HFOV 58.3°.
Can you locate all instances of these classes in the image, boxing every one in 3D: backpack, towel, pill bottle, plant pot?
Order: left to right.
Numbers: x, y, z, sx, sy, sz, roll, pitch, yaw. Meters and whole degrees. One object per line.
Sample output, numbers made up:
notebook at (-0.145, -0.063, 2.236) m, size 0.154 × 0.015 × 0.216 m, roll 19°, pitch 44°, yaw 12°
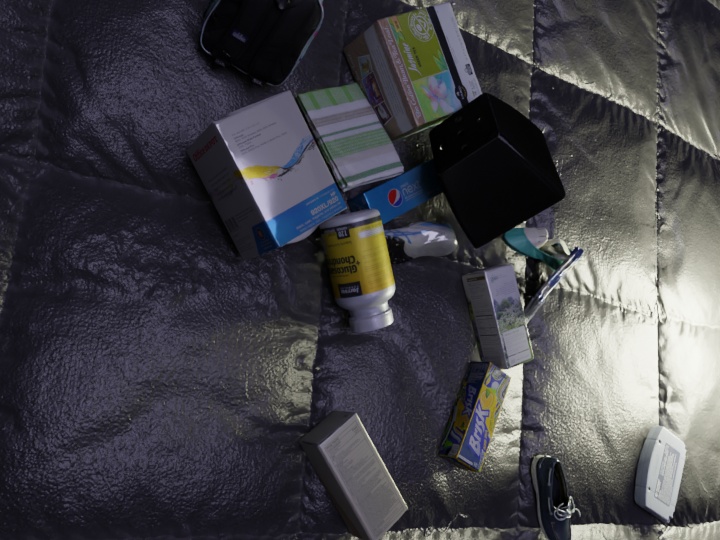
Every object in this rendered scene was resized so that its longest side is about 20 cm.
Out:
backpack at (-0.152, -0.431, 1.060) m, size 0.175 × 0.200 × 0.153 m, roll 22°, pitch 52°, yaw -26°
towel at (-0.019, -0.248, 1.191) m, size 0.147 × 0.031 × 0.203 m, roll -19°, pitch 75°, yaw -33°
pill bottle at (0.000, 0.000, 1.141) m, size 0.111 × 0.111 × 0.204 m, roll -17°, pitch 98°, yaw -32°
plant pot at (0.237, -0.204, 1.211) m, size 0.177 × 0.198 × 0.202 m, roll 38°, pitch 34°, yaw -37°
towel at (0.397, 0.046, 1.375) m, size 0.024 × 0.148 × 0.199 m, roll 38°, pitch 55°, yaw 15°

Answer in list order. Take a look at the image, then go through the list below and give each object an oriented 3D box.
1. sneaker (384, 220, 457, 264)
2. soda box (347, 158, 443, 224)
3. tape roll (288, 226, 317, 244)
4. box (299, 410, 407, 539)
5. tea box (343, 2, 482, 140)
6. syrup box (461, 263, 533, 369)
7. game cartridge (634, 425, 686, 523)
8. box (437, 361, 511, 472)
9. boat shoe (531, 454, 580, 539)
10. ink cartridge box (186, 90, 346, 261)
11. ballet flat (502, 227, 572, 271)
sneaker at (0.094, -0.060, 1.248) m, size 0.196 × 0.073 × 0.073 m, roll -4°, pitch 46°, yaw -25°
soda box at (0.075, -0.147, 1.241) m, size 0.198 × 0.064 × 0.069 m, roll -30°, pitch 99°, yaw -32°
tape roll at (-0.147, -0.144, 1.117) m, size 0.200 × 0.037 × 0.207 m, roll 5°, pitch 80°, yaw -32°
box at (-0.012, 0.351, 1.109) m, size 0.094 × 0.077 × 0.203 m, roll -32°, pitch 101°, yaw -31°
tea box at (0.104, -0.378, 1.250) m, size 0.195 × 0.133 × 0.203 m, roll -27°, pitch 98°, yaw -31°
syrup box at (0.281, 0.095, 1.327) m, size 0.078 × 0.081 × 0.204 m, roll -14°, pitch 90°, yaw -30°
game cartridge at (0.734, 0.495, 1.585) m, size 0.132 × 0.041 × 0.203 m, roll 36°, pitch 66°, yaw -27°
box at (0.226, 0.286, 1.277) m, size 0.070 × 0.064 × 0.203 m, roll 35°, pitch 67°, yaw -23°
boat shoe at (0.418, 0.492, 1.370) m, size 0.074 × 0.061 × 0.204 m, roll -9°, pitch 89°, yaw -34°
ink cartridge box at (-0.148, -0.145, 1.008) m, size 0.144 × 0.146 × 0.203 m, roll -32°, pitch 101°, yaw -30°
ballet flat at (0.401, -0.058, 1.426) m, size 0.198 × 0.070 × 0.068 m, roll 23°, pitch 42°, yaw -29°
